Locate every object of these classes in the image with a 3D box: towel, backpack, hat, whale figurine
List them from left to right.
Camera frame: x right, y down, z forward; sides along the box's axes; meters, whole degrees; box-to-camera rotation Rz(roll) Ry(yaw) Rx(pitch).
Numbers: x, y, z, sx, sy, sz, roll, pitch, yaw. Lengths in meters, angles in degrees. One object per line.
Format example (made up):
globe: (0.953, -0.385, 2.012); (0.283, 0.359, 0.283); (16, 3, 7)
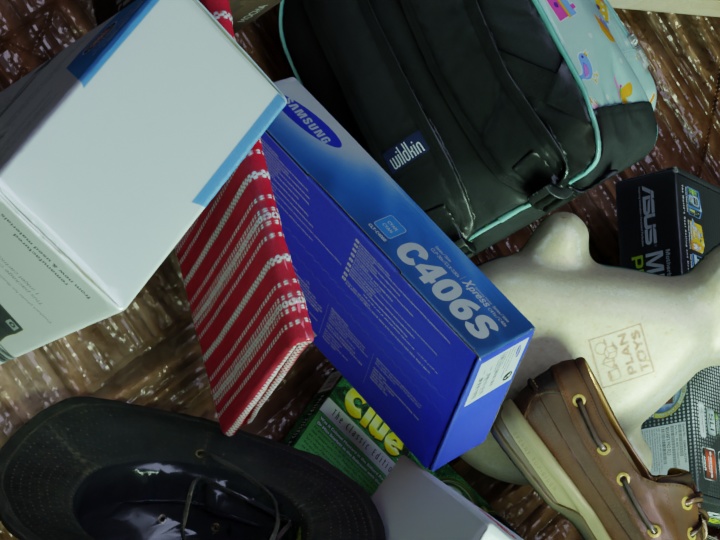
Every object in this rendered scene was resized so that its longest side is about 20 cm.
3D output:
hat: (-0.092, 0.145, 1.056); (0.200, 0.081, 0.201); (13, 27, -7)
towel: (-0.068, -0.032, 1.073); (0.022, 0.145, 0.201); (-8, 70, -21)
backpack: (0.057, -0.119, 1.180); (0.201, 0.175, 0.153); (60, 34, 1)
whale figurine: (0.132, 0.041, 1.191); (0.199, 0.104, 0.160); (-18, 97, 3)

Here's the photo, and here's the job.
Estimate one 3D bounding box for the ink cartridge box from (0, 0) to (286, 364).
ink cartridge box: (-0.148, -0.036, 1.006); (0.084, 0.200, 0.145); (45, 57, -17)

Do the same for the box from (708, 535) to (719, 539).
box: (0.216, 0.267, 1.248); (0.198, 0.050, 0.201); (25, 63, -26)

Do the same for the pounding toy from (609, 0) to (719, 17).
pounding toy: (0.233, -0.221, 1.329); (0.183, 0.200, 0.143); (0, 48, -33)

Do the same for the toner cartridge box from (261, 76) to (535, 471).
toner cartridge box: (0.000, 0.000, 1.103); (0.043, 0.095, 0.200); (-24, 60, -36)

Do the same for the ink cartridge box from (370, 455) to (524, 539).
ink cartridge box: (0.071, 0.218, 1.081); (0.200, 0.145, 0.145); (37, 87, -19)

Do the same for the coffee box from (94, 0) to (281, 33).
coffee box: (-0.102, -0.232, 1.145); (0.079, 0.113, 0.201); (-7, 79, -34)

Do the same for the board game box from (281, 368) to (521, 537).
board game box: (0.031, 0.157, 1.174); (0.200, 0.023, 0.105); (46, 60, -15)

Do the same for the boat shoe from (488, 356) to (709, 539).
boat shoe: (0.151, 0.132, 1.103); (0.068, 0.072, 0.200); (-40, 80, 3)

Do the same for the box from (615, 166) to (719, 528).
box: (0.218, 0.053, 1.282); (0.160, 0.044, 0.201); (19, 64, -49)
